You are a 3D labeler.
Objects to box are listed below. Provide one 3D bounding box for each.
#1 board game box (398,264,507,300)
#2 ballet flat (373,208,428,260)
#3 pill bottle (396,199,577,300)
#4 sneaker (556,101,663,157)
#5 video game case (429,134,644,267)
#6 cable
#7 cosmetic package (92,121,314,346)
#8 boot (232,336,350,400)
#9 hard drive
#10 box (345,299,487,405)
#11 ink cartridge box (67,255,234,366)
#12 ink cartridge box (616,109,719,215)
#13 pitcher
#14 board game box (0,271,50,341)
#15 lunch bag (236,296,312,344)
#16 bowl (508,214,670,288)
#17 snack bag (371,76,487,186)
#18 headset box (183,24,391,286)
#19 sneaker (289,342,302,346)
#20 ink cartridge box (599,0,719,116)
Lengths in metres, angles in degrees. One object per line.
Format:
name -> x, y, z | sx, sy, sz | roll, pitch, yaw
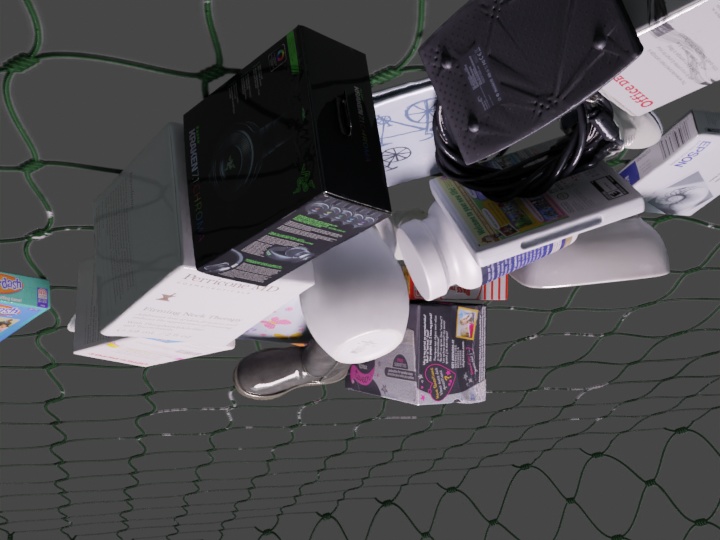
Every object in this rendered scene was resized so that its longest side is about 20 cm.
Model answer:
board game box -> 0.090, 0.016, 1.428 | 0.149, 0.047, 0.199 | 1, 179, -23
ballet flat -> 0.079, -0.050, 1.338 | 0.069, 0.070, 0.199 | -23, 161, 34
pill bottle -> 0.149, -0.047, 1.220 | 0.198, 0.117, 0.116 | -25, 161, -9
sneaker -> 0.268, -0.155, 1.123 | 0.198, 0.072, 0.073 | 12, 151, -41
video game case -> 0.183, -0.081, 1.110 | 0.179, 0.201, 0.022 | -18, 119, -2
cable -> 0.152, -0.142, 1.028 | 0.198, 0.051, 0.163 | -16, 135, 34
cosmetic package -> -0.179, -0.032, 1.135 | 0.166, 0.169, 0.199 | 9, 152, -37
boot -> -0.059, 0.101, 1.315 | 0.179, 0.074, 0.200 | -12, 167, -24
hard drive -> 0.149, -0.193, 0.911 | 0.042, 0.137, 0.199 | -14, 168, -46
box -> 0.070, 0.107, 1.394 | 0.113, 0.135, 0.199 | 1, 180, -28
ink cartridge box -> -0.273, 0.045, 1.324 | 0.198, 0.127, 0.128 | -13, 159, 36
ink cartridge box -> 0.438, -0.129, 1.295 | 0.197, 0.041, 0.200 | 0, 157, -22
pitcher -> 0.000, 0.000, 1.175 | 0.170, 0.202, 0.121 | 12, 142, -45
board game box -> -0.533, 0.054, 1.382 | 0.151, 0.046, 0.199 | 14, 150, -43
lunch bag -> -0.080, 0.025, 1.376 | 0.167, 0.129, 0.200 | 5, 165, -25
bowl -> 0.293, -0.035, 1.351 | 0.196, 0.076, 0.200 | -4, -170, -1
snack bag -> 0.039, -0.145, 1.134 | 0.186, 0.022, 0.200 | -15, 157, 17
headset box -> -0.070, -0.106, 0.979 | 0.092, 0.177, 0.199 | 13, 151, -44
sneaker -> -0.047, 0.072, 1.591 | 0.196, 0.079, 0.112 | 2, 163, 4
ink cartridge box -> 0.299, -0.233, 0.923 | 0.198, 0.085, 0.144 | -23, 154, 34
